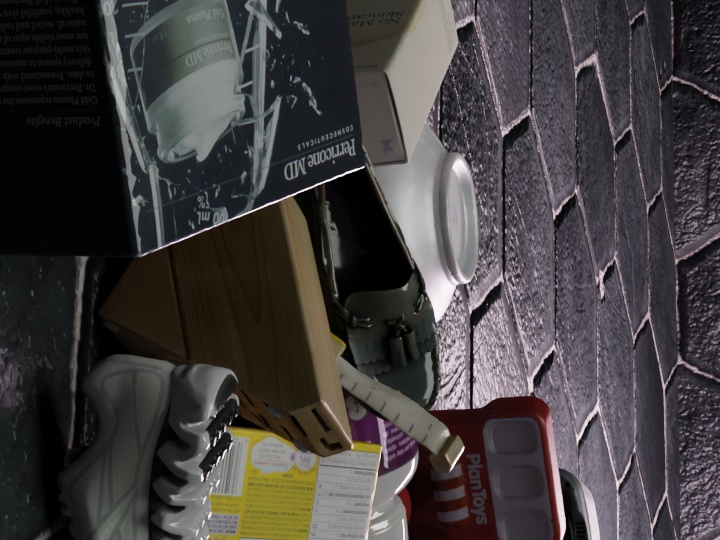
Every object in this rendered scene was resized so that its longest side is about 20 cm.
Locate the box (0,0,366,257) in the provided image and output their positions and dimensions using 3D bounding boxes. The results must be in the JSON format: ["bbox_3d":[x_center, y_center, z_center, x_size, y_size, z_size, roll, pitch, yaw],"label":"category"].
[{"bbox_3d":[-0.108,-0.124,1.115,0.200,0.124,0.197,-26,114,-53],"label":"box"}]

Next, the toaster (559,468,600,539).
[{"bbox_3d":[0.158,0.254,2.067,0.129,0.114,0.200,32,54,-75],"label":"toaster"}]

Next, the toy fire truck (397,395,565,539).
[{"bbox_3d":[0.068,0.189,1.657,0.112,0.168,0.200,-57,140,-64],"label":"toy fire truck"}]

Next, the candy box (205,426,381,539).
[{"bbox_3d":[-0.061,0.142,1.326,0.200,0.026,0.102,13,88,-52],"label":"candy box"}]

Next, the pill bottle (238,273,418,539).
[{"bbox_3d":[-0.023,0.087,1.469,0.112,0.112,0.200,-48,132,-68],"label":"pill bottle"}]

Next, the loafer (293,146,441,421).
[{"bbox_3d":[0.000,0.000,1.368,0.063,0.072,0.200,-2,-67,64],"label":"loafer"}]

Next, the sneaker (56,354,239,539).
[{"bbox_3d":[-0.120,0.136,1.202,0.075,0.081,0.200,-49,152,-74],"label":"sneaker"}]

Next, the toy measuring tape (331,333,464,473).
[{"bbox_3d":[-0.036,0.069,1.359,0.074,0.200,0.074,-55,176,-6],"label":"toy measuring tape"}]

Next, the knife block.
[{"bbox_3d":[-0.054,-0.013,1.288,0.176,0.200,0.064,-56,151,-15],"label":"knife block"}]

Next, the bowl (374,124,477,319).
[{"bbox_3d":[0.033,-0.036,1.708,0.201,0.090,0.201,-5,90,-75],"label":"bowl"}]

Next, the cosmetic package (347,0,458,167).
[{"bbox_3d":[-0.002,-0.145,1.614,0.200,0.104,0.073,-68,149,-59],"label":"cosmetic package"}]

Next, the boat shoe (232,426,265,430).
[{"bbox_3d":[-0.061,0.185,1.408,0.074,0.063,0.201,-67,150,-60],"label":"boat shoe"}]
